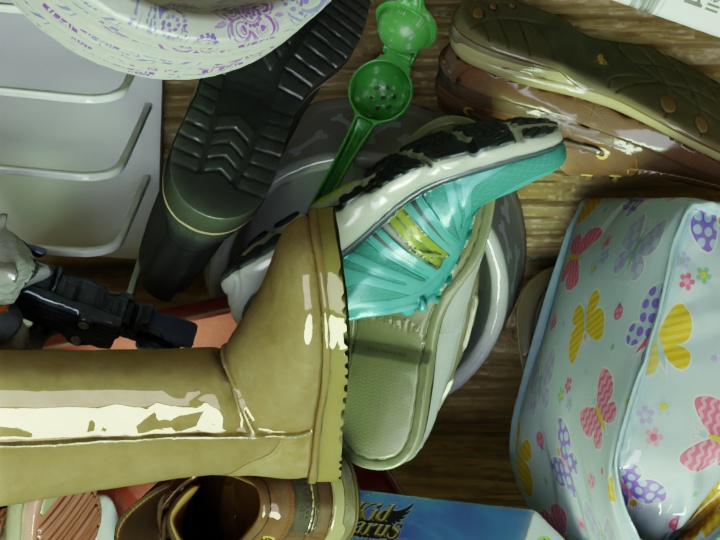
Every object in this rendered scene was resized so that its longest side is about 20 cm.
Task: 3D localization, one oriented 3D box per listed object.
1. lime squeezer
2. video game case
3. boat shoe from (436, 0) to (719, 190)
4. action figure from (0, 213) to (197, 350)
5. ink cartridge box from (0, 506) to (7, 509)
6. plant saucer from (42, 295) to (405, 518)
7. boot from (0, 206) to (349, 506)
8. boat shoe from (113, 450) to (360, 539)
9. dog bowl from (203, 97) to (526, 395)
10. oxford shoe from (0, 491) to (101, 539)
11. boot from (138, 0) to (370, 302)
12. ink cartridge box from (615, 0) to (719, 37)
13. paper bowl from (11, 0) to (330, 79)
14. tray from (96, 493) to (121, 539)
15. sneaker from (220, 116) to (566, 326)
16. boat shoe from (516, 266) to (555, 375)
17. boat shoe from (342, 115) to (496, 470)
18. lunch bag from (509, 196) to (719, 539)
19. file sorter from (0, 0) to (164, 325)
[{"bbox_3d":[0.011,-0.116,1.169,0.038,0.071,0.200,35,117,23],"label":"lime squeezer"},{"bbox_3d":[0.060,0.190,1.245,0.200,0.045,0.181,2,148,41],"label":"video game case"},{"bbox_3d":[0.138,-0.087,1.204,0.200,0.072,0.068,22,126,0],"label":"boat shoe"},{"bbox_3d":[-0.196,0.051,1.143,0.200,0.105,0.194,15,134,-5],"label":"action figure"},{"bbox_3d":[-0.219,0.202,1.385,0.199,0.041,0.200,9,116,-1],"label":"ink cartridge box"},{"bbox_3d":[-0.094,0.088,1.263,0.200,0.037,0.200,-11,134,22],"label":"plant saucer"},{"bbox_3d":[-0.107,0.049,1.075,0.200,0.066,0.175,-1,123,-6],"label":"boot"},{"bbox_3d":[-0.086,0.139,1.210,0.200,0.067,0.072,-21,74,48],"label":"boat shoe"},{"bbox_3d":[0.000,0.000,1.265,0.200,0.059,0.200,1,117,2],"label":"dog bowl"},{"bbox_3d":[-0.196,0.163,1.216,0.074,0.071,0.200,30,141,14],"label":"oxford shoe"},{"bbox_3d":[-0.070,-0.087,1.198,0.077,0.200,0.138,32,151,-3],"label":"boot"},{"bbox_3d":[0.160,-0.218,1.133,0.200,0.084,0.146,18,116,-5],"label":"ink cartridge box"},{"bbox_3d":[-0.101,-0.194,1.073,0.201,0.201,0.104,35,157,-13],"label":"paper bowl"},{"bbox_3d":[-0.229,0.204,1.325,0.200,0.022,0.108,-12,101,22],"label":"tray"},{"bbox_3d":[0.024,-0.018,1.133,0.200,0.078,0.080,-30,102,6],"label":"sneaker"},{"bbox_3d":[0.140,0.092,1.296,0.073,0.065,0.200,-21,95,-9],"label":"boat shoe"},{"bbox_3d":[0.030,0.010,1.197,0.075,0.068,0.200,18,95,10],"label":"boat shoe"},{"bbox_3d":[0.168,0.068,1.183,0.127,0.170,0.200,20,85,-15],"label":"lunch bag"},{"bbox_3d":[-0.187,-0.079,1.200,0.139,0.125,0.200,5,117,1],"label":"file sorter"}]
